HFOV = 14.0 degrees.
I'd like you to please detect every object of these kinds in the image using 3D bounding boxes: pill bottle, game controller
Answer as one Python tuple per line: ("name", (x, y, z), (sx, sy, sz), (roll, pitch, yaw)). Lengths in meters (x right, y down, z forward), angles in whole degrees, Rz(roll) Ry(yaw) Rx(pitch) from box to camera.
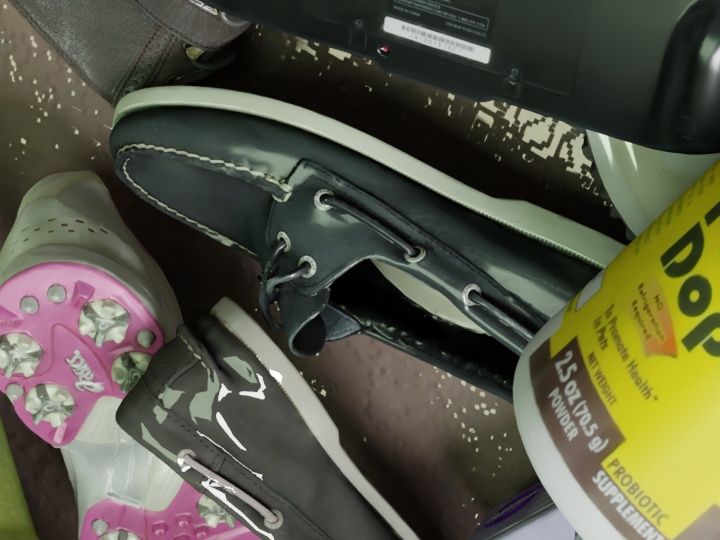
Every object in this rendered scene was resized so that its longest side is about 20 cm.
("pill bottle", (0.143, 0.003, 0.825), (0.109, 0.109, 0.200), (46, 116, 2))
("game controller", (0.031, -0.101, 0.849), (0.199, 0.042, 0.105), (19, 129, 16))

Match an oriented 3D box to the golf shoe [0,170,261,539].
("golf shoe", (-0.077, 0.050, 1.049), (0.075, 0.092, 0.201), (-13, 131, 5))

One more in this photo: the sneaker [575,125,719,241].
("sneaker", (0.112, -0.087, 0.868), (0.093, 0.070, 0.201), (-4, 109, 37))

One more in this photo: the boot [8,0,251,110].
("boot", (-0.030, -0.103, 0.954), (0.200, 0.069, 0.174), (42, 133, 6))

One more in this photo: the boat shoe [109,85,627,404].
("boat shoe", (0.000, 0.001, 0.957), (0.199, 0.066, 0.075), (23, 157, 6))

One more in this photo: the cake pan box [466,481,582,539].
("cake pan box", (0.156, 0.129, 0.958), (0.184, 0.052, 0.200), (-34, 94, 35))

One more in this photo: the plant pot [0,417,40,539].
("plant pot", (-0.204, 0.061, 1.040), (0.200, 0.200, 0.185), (-17, 77, 34))

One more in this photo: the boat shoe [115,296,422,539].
("boat shoe", (-0.012, 0.095, 1.003), (0.057, 0.067, 0.200), (-39, 117, -6))
